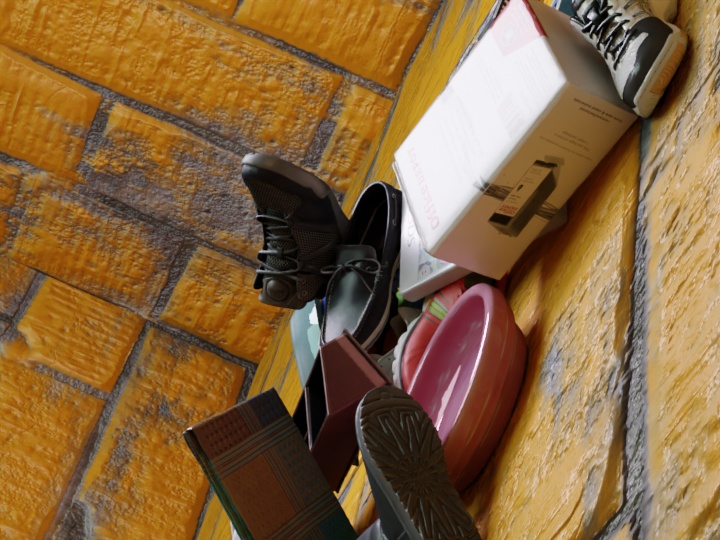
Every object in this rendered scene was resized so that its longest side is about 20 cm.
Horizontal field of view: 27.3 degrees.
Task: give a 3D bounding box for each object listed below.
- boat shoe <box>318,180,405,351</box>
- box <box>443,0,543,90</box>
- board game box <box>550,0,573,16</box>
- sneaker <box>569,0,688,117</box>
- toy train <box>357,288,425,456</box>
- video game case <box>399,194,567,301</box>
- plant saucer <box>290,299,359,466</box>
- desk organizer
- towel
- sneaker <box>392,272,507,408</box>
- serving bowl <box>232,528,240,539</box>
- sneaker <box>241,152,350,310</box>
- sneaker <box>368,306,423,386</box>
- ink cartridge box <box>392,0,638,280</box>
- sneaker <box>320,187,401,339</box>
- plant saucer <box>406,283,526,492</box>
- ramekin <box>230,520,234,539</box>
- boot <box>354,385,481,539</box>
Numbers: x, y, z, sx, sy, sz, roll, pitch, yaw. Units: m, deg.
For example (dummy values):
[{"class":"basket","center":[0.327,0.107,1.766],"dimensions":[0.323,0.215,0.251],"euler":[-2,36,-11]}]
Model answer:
[{"class":"boat shoe","center":[0.000,0.000,1.461],"dimensions":[0.075,0.062,0.200],"euler":[5,64,38]},{"class":"box","center":[0.124,-0.194,1.609],"dimensions":[0.160,0.049,0.200],"euler":[-67,5,-31]},{"class":"board game box","center":[0.175,-0.160,1.533],"dimensions":[0.196,0.056,0.200],"euler":[125,168,-62]},{"class":"sneaker","center":[0.209,-0.190,1.202],"dimensions":[0.076,0.088,0.200],"euler":[-61,9,27]},{"class":"toy train","center":[0.053,0.096,1.560],"dimensions":[0.116,0.085,0.200],"euler":[-34,32,48]},{"class":"video game case","center":[0.112,-0.085,1.394],"dimensions":[0.200,0.024,0.182],"euler":[-29,46,40]},{"class":"plant saucer","center":[-0.042,0.118,1.601],"dimensions":[0.200,0.036,0.200],"euler":[-15,-90,-89]},{"class":"desk organizer","center":[-0.045,0.154,1.421],"dimensions":[0.077,0.072,0.200],"euler":[-27,-26,-35]},{"class":"towel","center":[-0.068,0.208,1.299],"dimensions":[0.022,0.200,0.147],"euler":[-33,-6,28]},{"class":"sneaker","center":[0.091,0.050,1.387],"dimensions":[0.085,0.077,0.200],"euler":[-35,33,61]},{"class":"serving bowl","center":[-0.050,0.298,1.357],"dimensions":[0.200,0.066,0.200],"euler":[-11,-90,-71]},{"class":"sneaker","center":[-0.071,-0.032,1.461],"dimensions":[0.114,0.076,0.199],"euler":[-65,-29,-19]},{"class":"sneaker","center":[0.037,0.128,1.438],"dimensions":[0.076,0.092,0.200],"euler":[129,163,-66]},{"class":"ink cartridge box","center":[0.128,-0.115,1.281],"dimensions":[0.200,0.083,0.147],"euler":[-52,35,29]},{"class":"sneaker","center":[0.029,-0.001,1.541],"dimensions":[0.200,0.077,0.111],"euler":[-44,24,25]},{"class":"plant saucer","center":[0.085,0.110,1.256],"dimensions":[0.201,0.051,0.201],"euler":[-157,90,-81]},{"class":"ramekin","center":[-0.082,0.265,1.584],"dimensions":[0.200,0.098,0.201],"euler":[171,90,-89]},{"class":"boot","center":[0.011,0.213,1.194],"dimensions":[0.165,0.066,0.200],"euler":[68,148,31]}]
